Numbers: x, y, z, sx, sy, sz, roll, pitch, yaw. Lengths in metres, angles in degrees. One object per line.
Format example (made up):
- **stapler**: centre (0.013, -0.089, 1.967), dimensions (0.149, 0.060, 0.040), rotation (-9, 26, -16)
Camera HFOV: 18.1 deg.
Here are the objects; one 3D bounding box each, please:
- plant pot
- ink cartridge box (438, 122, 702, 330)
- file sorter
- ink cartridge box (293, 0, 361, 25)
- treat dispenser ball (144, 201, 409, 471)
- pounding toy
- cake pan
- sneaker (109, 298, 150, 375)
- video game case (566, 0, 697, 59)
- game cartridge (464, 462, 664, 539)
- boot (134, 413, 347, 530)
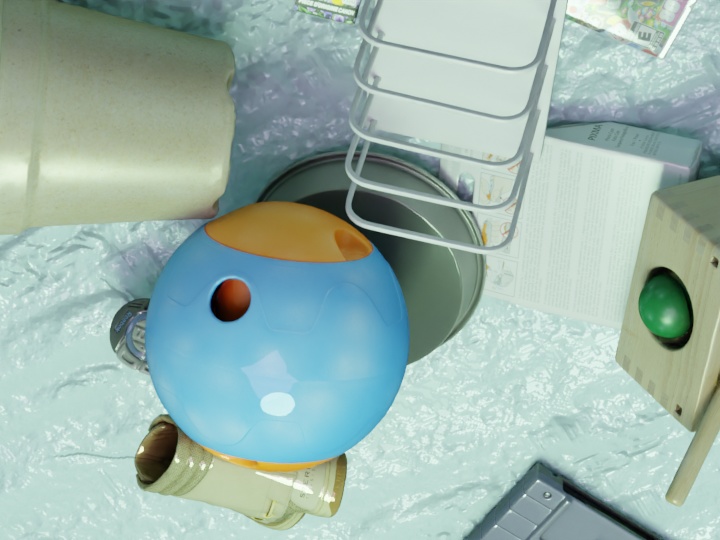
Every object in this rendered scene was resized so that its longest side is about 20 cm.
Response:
- **plant pot**: centre (-0.190, -0.113, 1.678), dimensions (0.182, 0.201, 0.202), rotation (4, 124, -12)
- **ink cartridge box**: centre (0.159, -0.043, 1.777), dimensions (0.198, 0.047, 0.161), rotation (14, 125, 15)
- **file sorter**: centre (0.064, -0.125, 1.619), dimensions (0.137, 0.125, 0.201), rotation (13, 140, 6)
- **ink cartridge box**: centre (0.000, -0.286, 1.582), dimensions (0.050, 0.109, 0.201), rotation (13, 123, -4)
- **treat dispenser ball**: centre (-0.062, 0.049, 1.699), dimensions (0.199, 0.202, 0.202), rotation (2, 123, 3)
- **pounding toy**: centre (0.286, 0.043, 1.701), dimensions (0.199, 0.142, 0.185), rotation (-13, 129, -29)
- **cake pan**: centre (0.000, 0.000, 1.799), dimensions (0.198, 0.037, 0.202), rotation (5, 124, 8)
- **sneaker**: centre (-0.106, 0.073, 1.839), dimensions (0.199, 0.087, 0.075), rotation (26, 91, -4)
- **video game case**: centre (0.164, -0.251, 1.646), dimensions (0.198, 0.018, 0.144), rotation (22, 122, -9)
- **game cartridge**: centre (0.195, 0.262, 1.968), dimensions (0.199, 0.038, 0.130), rotation (31, 116, -15)
- **boot**: centre (-0.111, 0.164, 1.841), dimensions (0.154, 0.200, 0.074), rotation (12, 81, -18)
